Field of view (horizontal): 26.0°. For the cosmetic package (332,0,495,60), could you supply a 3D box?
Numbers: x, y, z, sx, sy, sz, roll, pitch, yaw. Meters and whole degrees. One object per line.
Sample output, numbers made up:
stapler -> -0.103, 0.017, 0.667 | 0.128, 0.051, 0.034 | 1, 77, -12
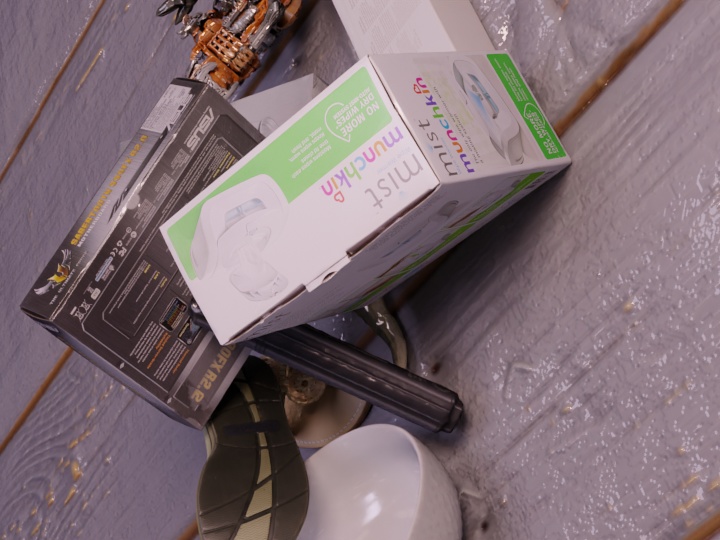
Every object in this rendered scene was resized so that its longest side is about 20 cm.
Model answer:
cosmetic package -> 0.030, -0.194, 1.139 | 0.083, 0.051, 0.200 | -49, 49, 34

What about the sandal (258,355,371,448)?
sandal -> -0.078, 0.103, 1.234 | 0.211, 0.069, 0.078 | -13, 75, 53

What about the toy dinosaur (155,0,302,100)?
toy dinosaur -> -0.085, -0.210, 1.256 | 0.136, 0.200, 0.102 | 4, 129, 60

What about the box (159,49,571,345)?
box -> 0.005, -0.047, 1.006 | 0.200, 0.176, 0.097 | -36, 77, 33

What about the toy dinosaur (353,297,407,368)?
toy dinosaur -> 0.000, 0.000, 1.167 | 0.200, 0.047, 0.088 | 53, 130, 37

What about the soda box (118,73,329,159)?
soda box -> -0.100, -0.087, 1.232 | 0.200, 0.063, 0.068 | -15, 61, 31

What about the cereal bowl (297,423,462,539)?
cereal bowl -> -0.003, 0.210, 1.074 | 0.200, 0.083, 0.200 | -37, 26, 22

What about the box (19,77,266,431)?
box -> -0.123, -0.011, 1.110 | 0.048, 0.158, 0.200 | 17, 71, 49

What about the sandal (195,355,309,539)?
sandal -> -0.081, 0.143, 1.134 | 0.201, 0.080, 0.057 | -98, 11, -51

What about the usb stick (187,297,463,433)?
usb stick -> -0.024, 0.060, 1.072 | 0.055, 0.200, 0.033 | 157, 137, -89
